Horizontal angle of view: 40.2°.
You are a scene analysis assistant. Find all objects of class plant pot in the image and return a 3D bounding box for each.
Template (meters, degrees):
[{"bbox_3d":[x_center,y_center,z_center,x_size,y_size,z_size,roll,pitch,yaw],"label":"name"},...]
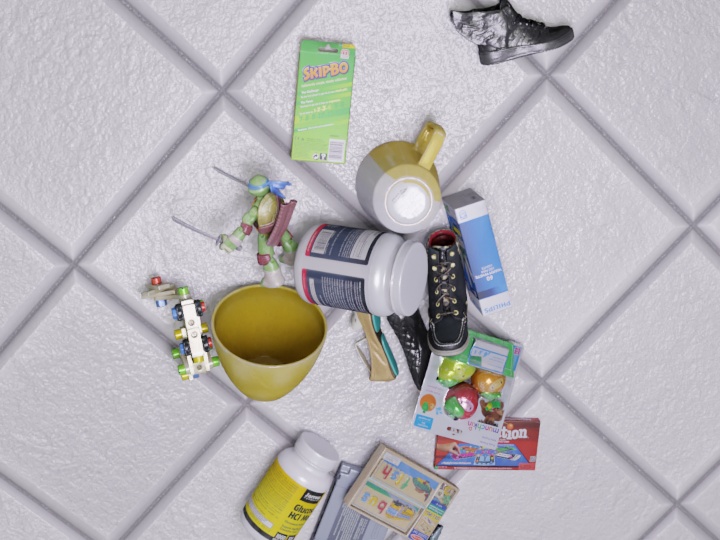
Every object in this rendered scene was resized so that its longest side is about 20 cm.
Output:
[{"bbox_3d":[-0.163,0.143,1.711,0.198,0.201,0.143,5,130,-7],"label":"plant pot"}]

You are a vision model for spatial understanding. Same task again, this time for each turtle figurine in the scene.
[{"bbox_3d":[-0.185,-0.077,1.671,0.198,0.144,0.195,-15,123,9],"label":"turtle figurine"}]

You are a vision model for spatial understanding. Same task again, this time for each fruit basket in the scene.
[{"bbox_3d":[0.199,0.208,1.777,0.184,0.094,0.202,18,81,-21],"label":"fruit basket"}]

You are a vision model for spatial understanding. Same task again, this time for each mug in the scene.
[{"bbox_3d":[0.070,-0.149,1.655,0.148,0.153,0.189,-4,106,-4],"label":"mug"}]

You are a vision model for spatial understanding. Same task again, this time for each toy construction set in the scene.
[{"bbox_3d":[-0.303,0.099,1.708,0.091,0.131,0.202,-27,102,-12],"label":"toy construction set"}]

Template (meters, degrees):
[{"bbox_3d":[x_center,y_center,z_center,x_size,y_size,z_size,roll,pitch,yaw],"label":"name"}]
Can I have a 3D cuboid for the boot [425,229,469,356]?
[{"bbox_3d":[0.143,0.037,1.679,0.073,0.204,0.155,-5,118,10],"label":"boot"}]

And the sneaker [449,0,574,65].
[{"bbox_3d":[0.254,-0.410,1.647,0.198,0.060,0.105,-15,111,2],"label":"sneaker"}]

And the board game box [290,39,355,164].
[{"bbox_3d":[-0.063,-0.285,1.668,0.094,0.030,0.202,4,108,-8],"label":"board game box"}]

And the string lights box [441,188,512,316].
[{"bbox_3d":[0.205,-0.033,1.727,0.058,0.103,0.202,-18,107,-3],"label":"string lights box"}]

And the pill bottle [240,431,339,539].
[{"bbox_3d":[-0.126,0.402,1.812,0.112,0.113,0.201,31,101,-13],"label":"pill bottle"}]

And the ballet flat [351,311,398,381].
[{"bbox_3d":[0.014,0.113,1.771,0.062,0.069,0.202,-13,106,13],"label":"ballet flat"}]

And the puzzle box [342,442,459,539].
[{"bbox_3d":[0.078,0.423,1.853,0.199,0.025,0.134,33,92,-27],"label":"puzzle box"}]

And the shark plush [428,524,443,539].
[{"bbox_3d":[0.121,0.594,1.938,0.083,0.091,0.202,13,84,-29],"label":"shark plush"}]

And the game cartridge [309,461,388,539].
[{"bbox_3d":[-0.010,0.473,1.886,0.132,0.042,0.202,18,103,-15],"label":"game cartridge"}]

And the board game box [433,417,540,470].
[{"bbox_3d":[0.241,0.330,1.878,0.198,0.019,0.104,2,104,-6],"label":"board game box"}]

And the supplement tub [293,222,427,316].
[{"bbox_3d":[0.000,0.000,1.660,0.198,0.140,0.142,10,108,24],"label":"supplement tub"}]

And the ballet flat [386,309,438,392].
[{"bbox_3d":[0.098,0.139,1.801,0.066,0.056,0.202,-34,114,-40],"label":"ballet flat"}]
